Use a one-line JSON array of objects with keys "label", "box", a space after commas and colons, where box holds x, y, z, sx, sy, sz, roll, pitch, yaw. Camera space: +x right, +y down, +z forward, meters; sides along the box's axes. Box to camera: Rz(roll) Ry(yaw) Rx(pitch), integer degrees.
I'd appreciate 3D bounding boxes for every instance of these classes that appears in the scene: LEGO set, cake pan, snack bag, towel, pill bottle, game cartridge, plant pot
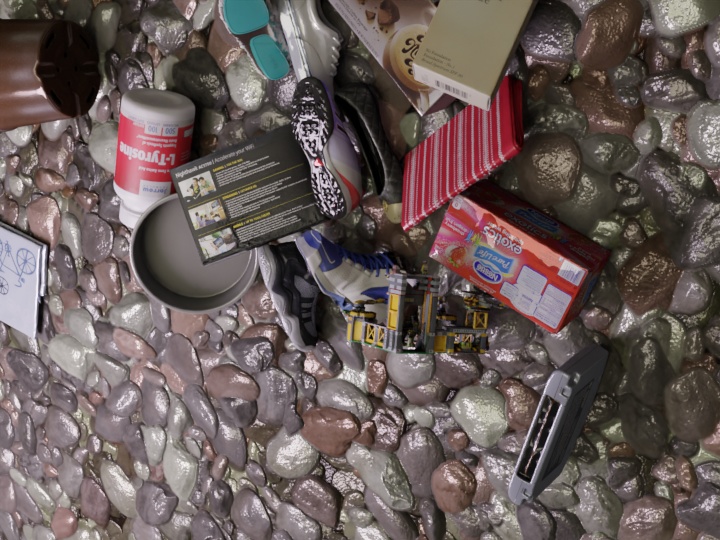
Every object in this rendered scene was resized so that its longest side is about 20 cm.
[{"label": "LEGO set", "box": [0.082, 0.043, 1.356, 0.154, 0.198, 0.117, -167, 81, -69]}, {"label": "cake pan", "box": [-0.252, -0.031, 1.580, 0.198, 0.037, 0.202, -1, 114, -3]}, {"label": "snack bag", "box": [-0.652, 0.013, 1.914, 0.187, 0.021, 0.202, 22, 115, 26]}, {"label": "towel", "box": [0.128, -0.148, 1.308, 0.022, 0.146, 0.199, 34, 130, -27]}, {"label": "pill bottle", "box": [-0.320, -0.169, 1.589, 0.111, 0.112, 0.202, 23, 117, 24]}, {"label": "game cartridge", "box": [0.256, 0.194, 1.325, 0.041, 0.133, 0.202, 26, 117, 22]}, {"label": "plant pot", "box": [-0.536, -0.313, 1.643, 0.196, 0.200, 0.203, 2, 106, 23]}]

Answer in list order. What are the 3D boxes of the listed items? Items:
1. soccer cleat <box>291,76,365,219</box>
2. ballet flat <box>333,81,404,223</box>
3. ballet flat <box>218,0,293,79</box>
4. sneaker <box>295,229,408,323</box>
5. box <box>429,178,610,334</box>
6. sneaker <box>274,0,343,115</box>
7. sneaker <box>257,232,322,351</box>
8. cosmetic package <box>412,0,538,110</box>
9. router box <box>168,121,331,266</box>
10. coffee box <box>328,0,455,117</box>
[{"label": "soccer cleat", "box": [-0.041, -0.173, 1.410, 0.068, 0.073, 0.202, 4, 120, 36]}, {"label": "ballet flat", "box": [0.014, -0.158, 1.404, 0.066, 0.056, 0.202, -19, 91, 65]}, {"label": "ballet flat", "box": [-0.146, -0.338, 1.394, 0.071, 0.072, 0.200, 24, 160, 24]}, {"label": "sneaker", "box": [0.000, 0.001, 1.434, 0.115, 0.081, 0.200, -36, 128, 2]}, {"label": "box", "box": [0.201, -0.021, 1.313, 0.199, 0.095, 0.100, 32, 119, 20]}, {"label": "sneaker", "box": [-0.057, -0.299, 1.406, 0.070, 0.073, 0.202, -15, 107, 12]}, {"label": "sneaker", "box": [-0.070, 0.032, 1.513, 0.113, 0.076, 0.201, -21, 128, 0]}, {"label": "cosmetic package", "box": [0.146, -0.303, 1.208, 0.103, 0.073, 0.202, 23, 88, 7]}, {"label": "router box", "box": [-0.157, -0.110, 1.489, 0.198, 0.051, 0.151, -19, 93, 7]}, {"label": "coffee box", "box": [0.068, -0.313, 1.314, 0.113, 0.080, 0.201, -42, 82, 34]}]
